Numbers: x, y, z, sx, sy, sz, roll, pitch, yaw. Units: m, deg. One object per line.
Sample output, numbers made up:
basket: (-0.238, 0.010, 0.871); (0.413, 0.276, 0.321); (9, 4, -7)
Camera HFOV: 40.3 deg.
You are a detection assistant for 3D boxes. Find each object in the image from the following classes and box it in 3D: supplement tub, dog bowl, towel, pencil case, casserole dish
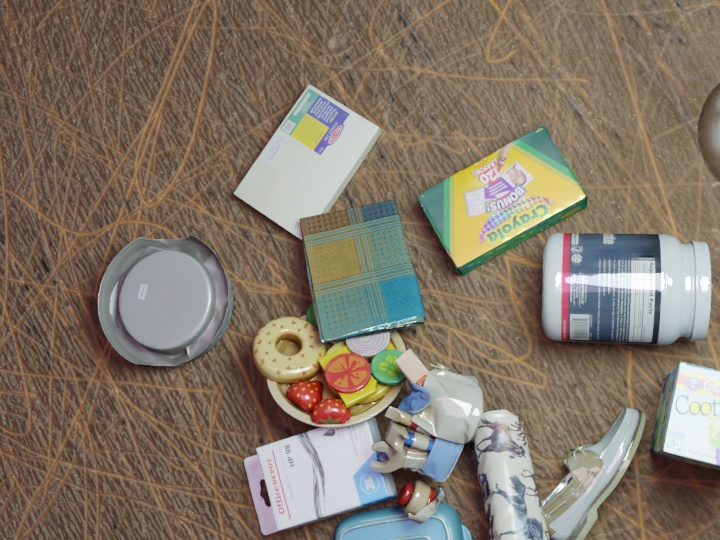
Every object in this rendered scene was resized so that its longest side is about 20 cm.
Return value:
supplement tub: (0.333, 0.023, 1.248); (0.199, 0.140, 0.141); (1, 79, 12)
dog bowl: (-0.276, 0.045, 1.421); (0.199, 0.059, 0.201); (-3, 78, 12)
towel: (0.000, 0.000, 1.351); (0.146, 0.022, 0.201); (-11, 60, -4)
pencil case: (0.185, 0.283, 1.239); (0.077, 0.090, 0.201); (-2, 61, -13)
casserole dish: (0.050, 0.374, 1.295); (0.199, 0.039, 0.122); (-10, 78, 9)

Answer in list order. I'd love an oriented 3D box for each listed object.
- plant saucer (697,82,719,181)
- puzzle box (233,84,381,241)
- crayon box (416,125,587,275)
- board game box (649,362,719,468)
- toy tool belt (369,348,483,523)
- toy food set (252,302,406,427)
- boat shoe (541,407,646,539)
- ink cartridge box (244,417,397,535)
plant saucer: (0.552, -0.189, 1.296); (0.199, 0.037, 0.201); (-3, 78, 12)
puzzle box: (-0.076, -0.157, 1.433); (0.133, 0.025, 0.200); (34, 88, 17)
crayon box: (0.193, -0.094, 1.344); (0.199, 0.058, 0.119); (-29, 74, 5)
board game box: (0.412, 0.180, 1.168); (0.104, 0.200, 0.103); (12, 82, 15)
toy tool belt: (0.066, 0.209, 1.255); (0.122, 0.125, 0.201); (24, 98, -4)
toy food set: (-0.032, 0.119, 1.321); (0.197, 0.049, 0.200); (-26, 52, -15)
boat shoe: (0.290, 0.255, 1.246); (0.068, 0.075, 0.200); (30, 88, 11)
ink cartridge box: (-0.064, 0.278, 1.323); (0.199, 0.067, 0.116); (-19, 76, 8)
